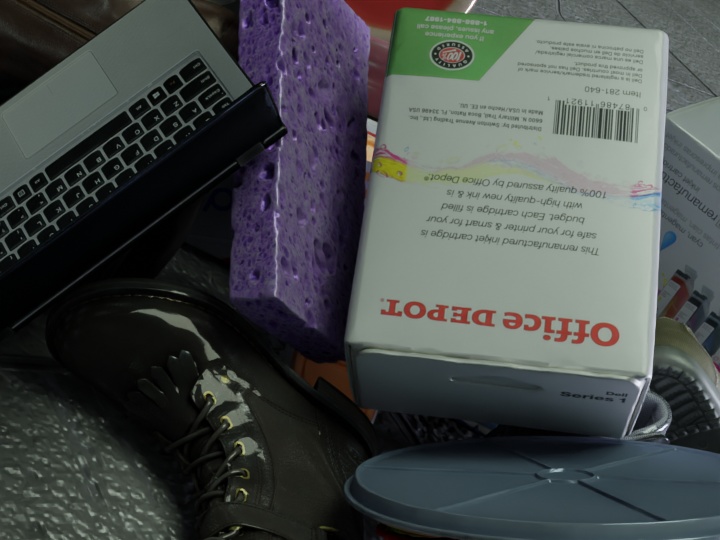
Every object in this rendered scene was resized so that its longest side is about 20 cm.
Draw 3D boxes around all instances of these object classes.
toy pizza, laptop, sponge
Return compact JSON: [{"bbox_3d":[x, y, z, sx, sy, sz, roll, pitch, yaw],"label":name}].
[{"bbox_3d":[0.092,0.106,0.660,0.199,0.032,0.200,0,4,0],"label":"toy pizza"},{"bbox_3d":[-0.139,-0.055,0.662,0.200,0.187,0.116,53,-2,36],"label":"laptop"},{"bbox_3d":[-0.029,-0.062,0.761,0.112,0.030,0.201,41,46,-60],"label":"sponge"}]

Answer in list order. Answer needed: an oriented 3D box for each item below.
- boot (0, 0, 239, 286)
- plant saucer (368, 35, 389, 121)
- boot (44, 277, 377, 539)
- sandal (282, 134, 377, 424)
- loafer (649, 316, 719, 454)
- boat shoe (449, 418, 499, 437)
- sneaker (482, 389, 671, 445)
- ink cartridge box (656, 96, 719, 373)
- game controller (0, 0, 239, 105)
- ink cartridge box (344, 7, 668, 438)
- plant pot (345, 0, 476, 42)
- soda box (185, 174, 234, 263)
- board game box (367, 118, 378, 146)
[{"bbox_3d":[-0.171,-0.093,0.795,0.199,0.187,0.064,27,-12,9],"label":"boot"},{"bbox_3d":[0.032,-0.125,1.107,0.200,0.051,0.201,25,1,-1],"label":"plant saucer"},{"bbox_3d":[-0.060,0.097,0.665,0.199,0.069,0.174,29,26,-16],"label":"boot"},{"bbox_3d":[0.007,0.003,0.824,0.079,0.059,0.208,21,56,-19],"label":"sandal"},{"bbox_3d":[0.212,0.106,0.873,0.201,0.075,0.070,60,31,-30],"label":"loafer"},{"bbox_3d":[0.104,0.067,0.878,0.199,0.073,0.072,21,6,-39],"label":"boat shoe"},{"bbox_3d":[0.151,0.124,0.810,0.199,0.114,0.076,24,28,-19],"label":"sneaker"},{"bbox_3d":[0.226,0.007,1.003,0.145,0.200,0.144,41,29,16],"label":"ink cartridge box"},{"bbox_3d":[-0.144,-0.123,0.874,0.199,0.042,0.104,-7,23,1],"label":"game controller"},{"bbox_3d":[0.077,-0.026,0.756,0.144,0.084,0.201,6,63,5],"label":"ink cartridge box"},{"bbox_3d":[0.012,-0.255,1.163,0.200,0.201,0.177,26,10,-17],"label":"plant pot"},{"bbox_3d":[-0.047,-0.035,0.906,0.199,0.068,0.064,26,25,-16],"label":"soda box"},{"bbox_3d":[0.016,-0.078,1.007,0.126,0.035,0.200,25,4,-23],"label":"board game box"}]
